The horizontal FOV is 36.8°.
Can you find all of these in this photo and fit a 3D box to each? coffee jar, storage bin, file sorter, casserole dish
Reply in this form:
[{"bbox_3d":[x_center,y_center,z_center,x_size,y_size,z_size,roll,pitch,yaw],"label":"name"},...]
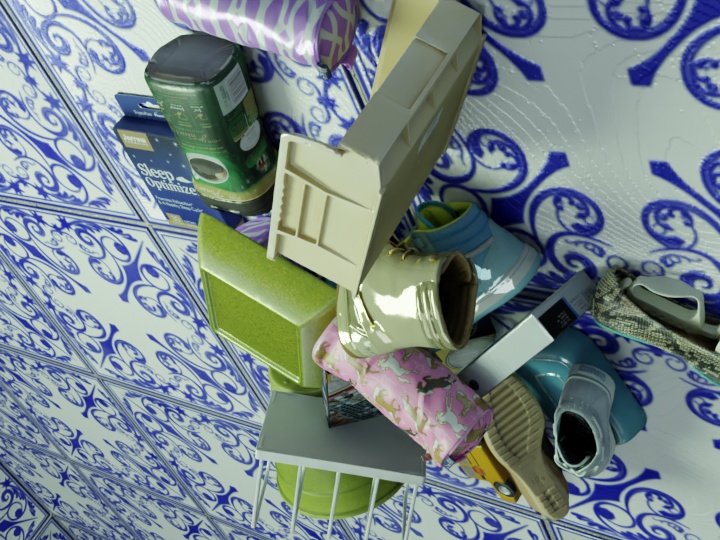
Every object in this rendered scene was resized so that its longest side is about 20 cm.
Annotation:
[{"bbox_3d":[-0.150,-0.150,1.165,0.103,0.086,0.201,14,143,27],"label":"coffee jar"},{"bbox_3d":[0.013,-0.114,0.937,0.093,0.201,0.199,28,150,8],"label":"storage bin"},{"bbox_3d":[-0.026,0.247,1.321,0.197,0.139,0.126,9,114,1],"label":"file sorter"},{"bbox_3d":[0.240,0.136,1.227,0.120,0.039,0.200,-5,132,49],"label":"casserole dish"}]

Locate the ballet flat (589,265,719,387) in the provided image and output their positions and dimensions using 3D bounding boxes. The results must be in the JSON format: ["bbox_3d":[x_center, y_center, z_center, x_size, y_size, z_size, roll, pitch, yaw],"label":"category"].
[{"bbox_3d":[0.313,0.054,1.018,0.199,0.068,0.076,28,129,16],"label":"ballet flat"}]

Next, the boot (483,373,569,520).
[{"bbox_3d":[0.182,0.190,1.283,0.166,0.072,0.202,-105,-11,-80],"label":"boot"}]

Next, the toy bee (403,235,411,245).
[{"bbox_3d":[0.000,0.000,1.183,0.198,0.109,0.132,16,112,-7],"label":"toy bee"}]

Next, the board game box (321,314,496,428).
[{"bbox_3d":[0.053,0.117,1.262,0.198,0.035,0.136,-12,146,-9],"label":"board game box"}]

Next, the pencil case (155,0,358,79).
[{"bbox_3d":[-0.093,-0.242,0.989,0.198,0.085,0.086,24,172,21],"label":"pencil case"}]

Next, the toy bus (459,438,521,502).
[{"bbox_3d":[0.153,0.213,1.395,0.078,0.065,0.201,4,138,43],"label":"toy bus"}]

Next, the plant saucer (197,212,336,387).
[{"bbox_3d":[-0.110,0.050,1.243,0.199,0.048,0.201,30,151,18],"label":"plant saucer"}]

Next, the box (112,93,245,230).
[{"bbox_3d":[-0.229,-0.127,1.335,0.120,0.033,0.201,12,142,35],"label":"box"}]

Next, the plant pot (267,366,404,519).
[{"bbox_3d":[-0.041,0.194,1.464,0.199,0.200,0.195,12,132,34],"label":"plant pot"}]

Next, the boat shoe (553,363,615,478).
[{"bbox_3d":[0.237,0.183,1.184,0.069,0.072,0.202,20,147,24],"label":"boat shoe"}]

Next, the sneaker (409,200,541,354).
[{"bbox_3d":[0.080,0.000,1.133,0.130,0.080,0.200,43,126,-9],"label":"sneaker"}]

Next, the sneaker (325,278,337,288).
[{"bbox_3d":[0.025,0.065,1.300,0.076,0.081,0.200,-10,129,49],"label":"sneaker"}]

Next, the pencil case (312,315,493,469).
[{"bbox_3d":[0.042,0.119,1.134,0.200,0.087,0.083,40,166,18],"label":"pencil case"}]

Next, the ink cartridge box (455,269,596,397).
[{"bbox_3d":[0.161,0.080,1.129,0.039,0.099,0.200,50,141,6],"label":"ink cartridge box"}]

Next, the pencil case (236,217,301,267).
[{"bbox_3d":[-0.091,0.027,1.346,0.085,0.084,0.201,-15,126,30],"label":"pencil case"}]

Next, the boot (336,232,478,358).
[{"bbox_3d":[0.040,-0.019,1.046,0.072,0.203,0.155,2,173,-41],"label":"boot"}]
